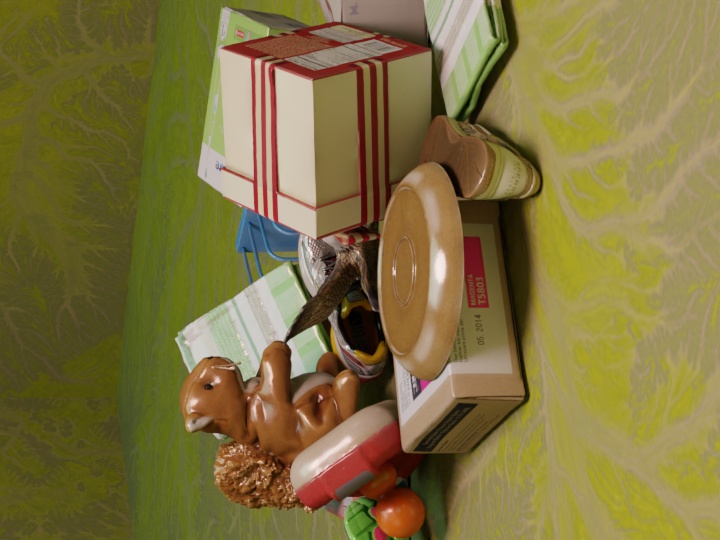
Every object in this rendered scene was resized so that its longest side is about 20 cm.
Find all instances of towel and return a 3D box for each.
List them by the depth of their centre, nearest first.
[{"bbox_3d":[0.101,-0.264,1.469,0.150,0.030,0.202,115,149,-60],"label":"towel"},{"bbox_3d":[-0.124,0.098,1.815,0.199,0.031,0.151,-32,75,27],"label":"towel"}]

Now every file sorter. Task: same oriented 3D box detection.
[{"bbox_3d":[-0.064,-0.057,1.855,0.201,0.137,0.124,108,154,-45],"label":"file sorter"}]

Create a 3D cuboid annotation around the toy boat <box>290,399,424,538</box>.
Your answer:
[{"bbox_3d":[0.019,0.215,1.539,0.131,0.130,0.200,56,-169,8],"label":"toy boat"}]

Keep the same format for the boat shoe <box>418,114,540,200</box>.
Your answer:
[{"bbox_3d":[0.104,-0.097,1.398,0.200,0.062,0.074,-131,55,-69],"label":"boat shoe"}]

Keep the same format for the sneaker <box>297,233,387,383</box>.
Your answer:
[{"bbox_3d":[-0.012,0.026,1.730,0.082,0.077,0.202,124,124,-72],"label":"sneaker"}]

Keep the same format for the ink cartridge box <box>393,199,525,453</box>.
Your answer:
[{"bbox_3d":[0.086,0.056,1.435,0.165,0.074,0.202,120,148,-61],"label":"ink cartridge box"}]

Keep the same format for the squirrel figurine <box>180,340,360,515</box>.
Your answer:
[{"bbox_3d":[-0.111,0.180,1.670,0.142,0.184,0.203,-133,48,-71],"label":"squirrel figurine"}]

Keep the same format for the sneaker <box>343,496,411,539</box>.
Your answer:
[{"bbox_3d":[0.032,0.320,1.577,0.201,0.076,0.084,-117,26,-43],"label":"sneaker"}]

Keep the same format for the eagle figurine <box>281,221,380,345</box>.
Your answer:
[{"bbox_3d":[-0.006,-0.002,1.618,0.152,0.149,0.202,135,142,-53],"label":"eagle figurine"}]

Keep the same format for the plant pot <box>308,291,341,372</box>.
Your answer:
[{"bbox_3d":[-0.081,0.122,1.817,0.198,0.027,0.203,-1,87,31],"label":"plant pot"}]

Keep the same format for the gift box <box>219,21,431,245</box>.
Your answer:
[{"bbox_3d":[-0.019,-0.137,1.524,0.184,0.198,0.189,29,126,49],"label":"gift box"}]

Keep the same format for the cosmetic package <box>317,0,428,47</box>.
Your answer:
[{"bbox_3d":[0.006,-0.321,1.671,0.201,0.102,0.088,-107,13,-51],"label":"cosmetic package"}]

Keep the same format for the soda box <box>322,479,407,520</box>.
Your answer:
[{"bbox_3d":[-0.005,0.251,1.747,0.200,0.067,0.065,180,92,-74],"label":"soda box"}]

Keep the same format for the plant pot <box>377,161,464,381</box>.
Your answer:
[{"bbox_3d":[0.050,0.000,1.384,0.200,0.027,0.203,-178,90,-74],"label":"plant pot"}]

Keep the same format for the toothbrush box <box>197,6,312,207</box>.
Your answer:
[{"bbox_3d":[-0.110,-0.183,1.693,0.145,0.085,0.203,33,115,58],"label":"toothbrush box"}]
